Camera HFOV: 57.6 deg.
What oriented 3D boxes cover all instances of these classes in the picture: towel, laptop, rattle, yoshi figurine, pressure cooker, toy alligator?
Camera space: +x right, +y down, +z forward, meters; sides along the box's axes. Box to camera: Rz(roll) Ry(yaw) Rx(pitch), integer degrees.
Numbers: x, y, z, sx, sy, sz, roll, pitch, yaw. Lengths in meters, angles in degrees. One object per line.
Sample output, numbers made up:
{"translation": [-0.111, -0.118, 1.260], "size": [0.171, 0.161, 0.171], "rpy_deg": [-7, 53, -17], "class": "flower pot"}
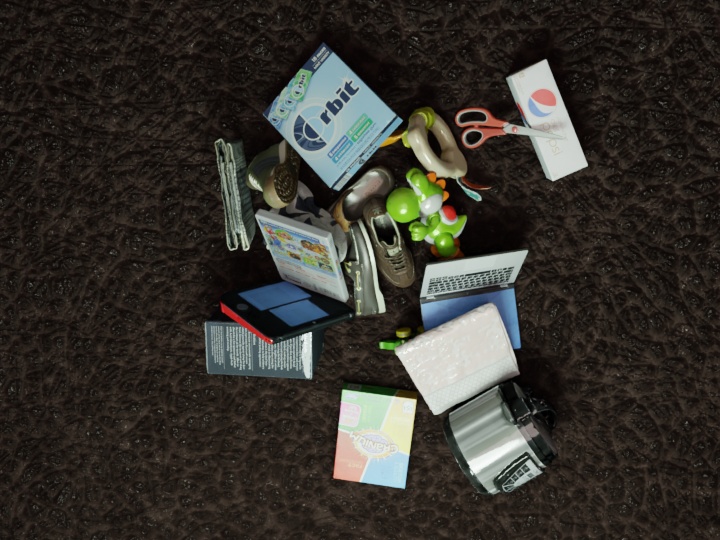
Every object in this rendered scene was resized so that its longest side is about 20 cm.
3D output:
{"translation": [0.189, 0.170, 1.236], "size": [0.200, 0.032, 0.191], "rpy_deg": [-26, 123, 4], "class": "towel"}
{"translation": [-0.216, -0.141, 1.168], "size": [0.034, 0.200, 0.193], "rpy_deg": [-4, 102, 0], "class": "towel"}
{"translation": [0.212, 0.068, 1.200], "size": [0.187, 0.200, 0.116], "rpy_deg": [-9, 61, -6], "class": "laptop"}
{"translation": [0.123, -0.186, 1.194], "size": [0.143, 0.130, 0.200], "rpy_deg": [-33, 125, 23], "class": "rattle"}
{"translation": [0.109, -0.087, 1.170], "size": [0.112, 0.112, 0.200], "rpy_deg": [7, 139, 42], "class": "yoshi figurine"}
{"translation": [0.278, 0.306, 1.240], "size": [0.200, 0.176, 0.179], "rpy_deg": [-33, 97, 11], "class": "pressure cooker"}
{"translation": [0.135, 0.143, 1.276], "size": [0.199, 0.054, 0.059], "rpy_deg": [-5, 103, 7], "class": "toy alligator"}

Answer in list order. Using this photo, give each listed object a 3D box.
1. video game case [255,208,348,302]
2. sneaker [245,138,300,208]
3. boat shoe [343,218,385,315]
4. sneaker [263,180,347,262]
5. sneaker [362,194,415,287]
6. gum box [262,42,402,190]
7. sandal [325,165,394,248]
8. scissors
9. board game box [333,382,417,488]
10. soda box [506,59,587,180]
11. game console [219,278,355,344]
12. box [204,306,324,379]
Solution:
{"translation": [-0.099, -0.023, 1.162], "size": [0.143, 0.200, 0.018], "rpy_deg": [20, 62, 21], "class": "video game case"}
{"translation": [-0.164, -0.161, 1.168], "size": [0.090, 0.200, 0.067], "rpy_deg": [-22, 124, 18], "class": "sneaker"}
{"translation": [0.000, 0.000, 1.224], "size": [0.060, 0.072, 0.202], "rpy_deg": [-14, 120, -1], "class": "boat shoe"}
{"translation": [-0.115, -0.060, 1.218], "size": [0.199, 0.079, 0.130], "rpy_deg": [50, 120, 19], "class": "sneaker"}
{"translation": [0.052, -0.040, 1.209], "size": [0.070, 0.076, 0.200], "rpy_deg": [-22, 118, 7], "class": "sneaker"}
{"translation": [-0.052, -0.273, 1.165], "size": [0.170, 0.045, 0.200], "rpy_deg": [-46, 74, 14], "class": "gum box"}
{"translation": [-0.011, -0.111, 1.230], "size": [0.082, 0.055, 0.200], "rpy_deg": [43, 103, -5], "class": "sandal"}
{"translation": [0.259, -0.255, 1.146], "size": [0.200, 0.014, 0.073], "rpy_deg": [3, 111, 35], "class": "scissors"}
{"translation": [0.029, 0.337, 1.340], "size": [0.153, 0.040, 0.201], "rpy_deg": [6, 104, 4], "class": "board game box"}
{"translation": [0.328, -0.264, 1.156], "size": [0.068, 0.064, 0.200], "rpy_deg": [-24, 100, 10], "class": "soda box"}
{"translation": [-0.135, 0.066, 1.191], "size": [0.177, 0.200, 0.031], "rpy_deg": [25, 119, 41], "class": "game console"}
{"translation": [-0.178, 0.127, 1.255], "size": [0.199, 0.148, 0.107], "rpy_deg": [2, 104, 5], "class": "box"}
